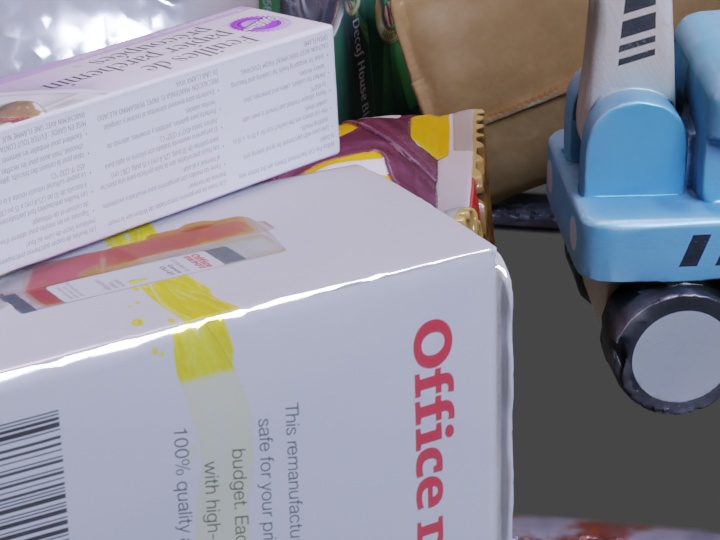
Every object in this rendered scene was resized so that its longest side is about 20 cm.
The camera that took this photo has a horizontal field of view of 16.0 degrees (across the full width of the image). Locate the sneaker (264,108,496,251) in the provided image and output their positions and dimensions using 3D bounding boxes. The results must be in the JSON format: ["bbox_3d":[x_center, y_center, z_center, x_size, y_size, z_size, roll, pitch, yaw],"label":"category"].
[{"bbox_3d":[0.000,0.000,0.907,0.090,0.075,0.200,-5,19,8],"label":"sneaker"}]

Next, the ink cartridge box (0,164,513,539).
[{"bbox_3d":[-0.065,0.066,0.679,0.200,0.145,0.083,-13,27,-26],"label":"ink cartridge box"}]

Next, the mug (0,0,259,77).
[{"bbox_3d":[-0.125,-0.087,0.933,0.175,0.200,0.148,1,56,-6],"label":"mug"}]

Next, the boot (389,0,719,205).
[{"bbox_3d":[0.131,-0.062,0.992,0.200,0.175,0.066,-18,1,20],"label":"boot"}]

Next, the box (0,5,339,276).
[{"bbox_3d":[-0.087,-0.027,0.662,0.039,0.041,0.200,16,28,40],"label":"box"}]

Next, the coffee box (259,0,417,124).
[{"bbox_3d":[0.002,-0.123,1.087,0.044,0.123,0.200,12,27,24],"label":"coffee box"}]

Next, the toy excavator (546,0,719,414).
[{"bbox_3d":[0.102,-0.060,0.872,0.194,0.200,0.100,-1,26,-5],"label":"toy excavator"}]
